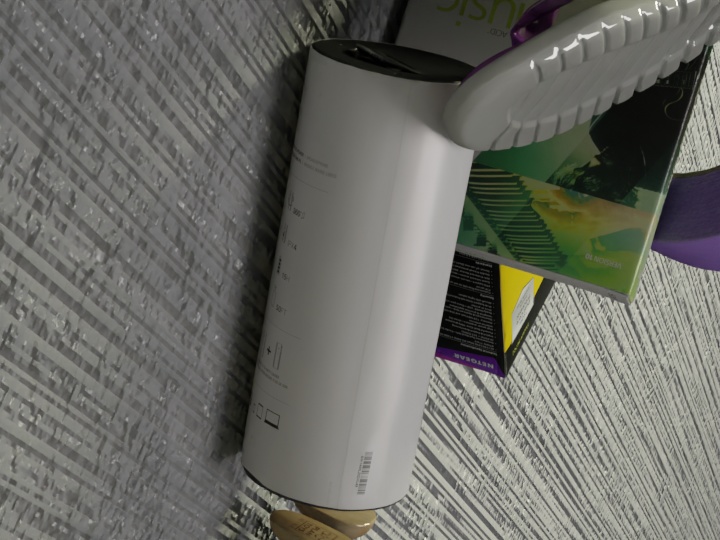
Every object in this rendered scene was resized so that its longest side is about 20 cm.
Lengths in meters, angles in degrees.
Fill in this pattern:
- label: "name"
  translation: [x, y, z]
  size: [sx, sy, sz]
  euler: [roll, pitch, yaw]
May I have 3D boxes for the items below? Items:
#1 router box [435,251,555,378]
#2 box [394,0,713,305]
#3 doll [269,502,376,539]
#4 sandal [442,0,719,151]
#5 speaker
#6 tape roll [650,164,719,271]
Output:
- label: "router box"
  translation: [0.095, -0.063, 1.060]
  size: [0.149, 0.051, 0.200]
  euler: [83, 30, -46]
- label: "box"
  translation: [0.089, -0.099, 0.892]
  size: [0.036, 0.144, 0.200]
  euler: [23, 84, -76]
- label: "doll"
  translation: [-0.050, 0.208, 0.913]
  size: [0.136, 0.048, 0.200]
  euler: [-37, 146, -71]
- label: "sandal"
  translation: [0.108, -0.108, 0.816]
  size: [0.203, 0.050, 0.082]
  euler: [-27, 158, -27]
- label: "speaker"
  translation: [0.000, 0.000, 0.841]
  size: [0.081, 0.081, 0.200]
  euler: [-24, 127, -63]
- label: "tape roll"
  translation: [0.180, -0.103, 0.924]
  size: [0.066, 0.200, 0.200]
  euler: [20, 87, -47]
